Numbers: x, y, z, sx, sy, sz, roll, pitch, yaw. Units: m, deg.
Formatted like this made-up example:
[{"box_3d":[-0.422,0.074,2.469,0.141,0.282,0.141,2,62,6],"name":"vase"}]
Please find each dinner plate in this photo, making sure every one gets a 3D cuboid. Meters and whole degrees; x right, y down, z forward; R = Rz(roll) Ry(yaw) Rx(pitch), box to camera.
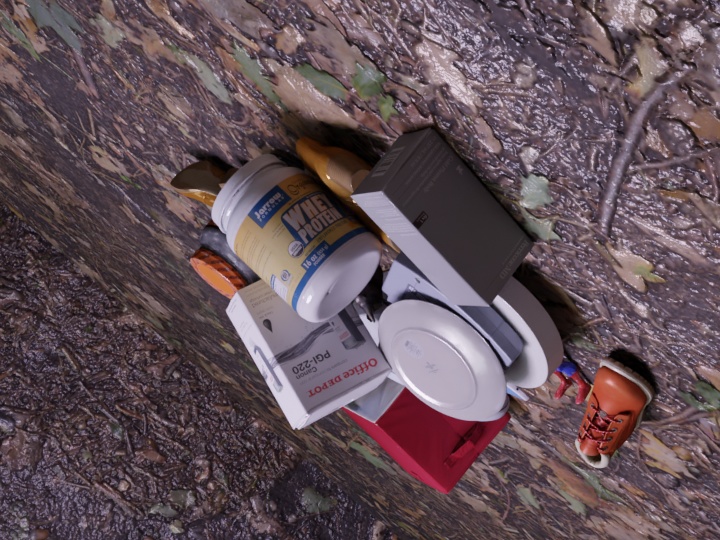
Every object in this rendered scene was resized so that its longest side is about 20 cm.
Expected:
[{"box_3d":[0.100,0.124,1.558,0.200,0.024,0.200,26,139,26],"name":"dinner plate"}]

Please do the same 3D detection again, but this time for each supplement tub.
[{"box_3d":[-0.085,-0.045,1.571,0.200,0.145,0.145,42,164,17],"name":"supplement tub"},{"box_3d":[-0.147,-0.060,1.715,0.122,0.200,0.123,35,163,13],"name":"supplement tub"}]

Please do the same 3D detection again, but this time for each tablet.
[{"box_3d":[0.186,0.148,1.811,0.130,0.014,0.200,38,177,-3],"name":"tablet"}]

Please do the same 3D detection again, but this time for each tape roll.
[{"box_3d":[0.176,0.068,1.559,0.203,0.037,0.203,39,156,20],"name":"tape roll"}]

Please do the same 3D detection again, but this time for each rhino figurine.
[{"box_3d":[0.000,0.000,1.680,0.087,0.060,0.200,46,-162,-42],"name":"rhino figurine"}]

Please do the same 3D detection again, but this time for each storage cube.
[{"box_3d":[0.102,0.230,1.958,0.180,0.171,0.200,46,169,-19],"name":"storage cube"}]

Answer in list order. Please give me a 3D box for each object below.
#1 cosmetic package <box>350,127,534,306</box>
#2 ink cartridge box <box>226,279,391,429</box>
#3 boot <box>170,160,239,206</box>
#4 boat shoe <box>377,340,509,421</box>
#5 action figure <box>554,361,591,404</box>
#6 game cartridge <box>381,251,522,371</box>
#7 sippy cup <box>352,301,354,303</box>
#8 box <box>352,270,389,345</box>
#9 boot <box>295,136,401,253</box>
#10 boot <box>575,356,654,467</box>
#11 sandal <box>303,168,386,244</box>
[{"box_3d":[0.098,-0.059,1.399,0.200,0.107,0.090,43,161,-19],"name":"cosmetic package"},{"box_3d":[-0.073,0.097,1.646,0.200,0.146,0.085,59,155,10],"name":"ink cartridge box"},{"box_3d":[-0.211,-0.102,1.923,0.201,0.071,0.144,9,143,48],"name":"boot"},{"box_3d":[0.115,0.131,1.631,0.202,0.075,0.086,27,139,19],"name":"boat shoe"},{"box_3d":[0.243,0.109,1.624,0.200,0.052,0.065,52,161,-29],"name":"action figure"},{"box_3d":[0.118,0.059,1.545,0.200,0.041,0.133,41,160,9],"name":"game cartridge"},{"box_3d":[-0.035,0.130,1.910,0.178,0.131,0.140,19,142,-38],"name":"sippy cup"},{"box_3d":[0.074,0.070,1.772,0.124,0.098,0.200,42,162,-12],"name":"box"},{"box_3d":[0.009,-0.102,1.558,0.201,0.071,0.144,42,178,-40],"name":"boot"},{"box_3d":[0.327,0.191,1.563,0.075,0.107,0.200,31,159,27],"name":"boot"},{"box_3d":[-0.001,-0.071,1.638,0.203,0.050,0.082,35,171,7],"name":"sandal"}]
